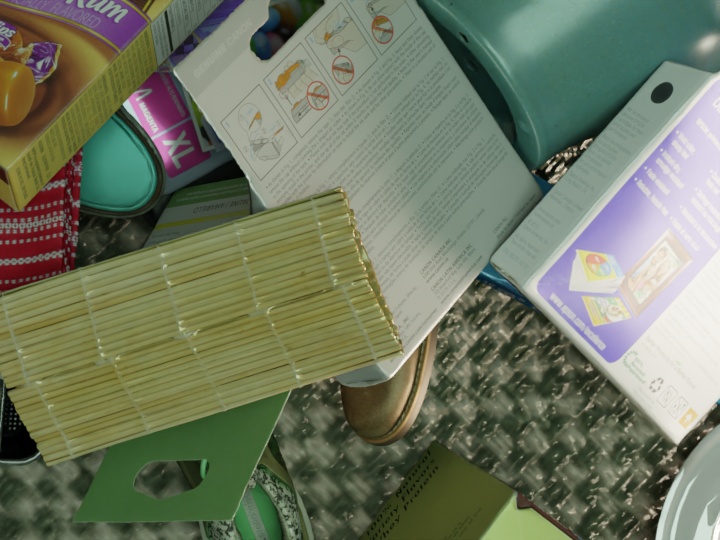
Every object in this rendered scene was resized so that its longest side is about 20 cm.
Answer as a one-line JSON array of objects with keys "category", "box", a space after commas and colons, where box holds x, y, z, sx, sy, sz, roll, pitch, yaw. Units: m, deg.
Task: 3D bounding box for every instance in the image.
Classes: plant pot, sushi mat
[{"category": "plant pot", "box": [0.121, -0.162, 1.434, 0.188, 0.200, 0.200, -41, 101, -14]}, {"category": "sushi mat", "box": [-0.086, 0.029, 1.305, 0.199, 0.012, 0.096, -17, 110, 7]}]

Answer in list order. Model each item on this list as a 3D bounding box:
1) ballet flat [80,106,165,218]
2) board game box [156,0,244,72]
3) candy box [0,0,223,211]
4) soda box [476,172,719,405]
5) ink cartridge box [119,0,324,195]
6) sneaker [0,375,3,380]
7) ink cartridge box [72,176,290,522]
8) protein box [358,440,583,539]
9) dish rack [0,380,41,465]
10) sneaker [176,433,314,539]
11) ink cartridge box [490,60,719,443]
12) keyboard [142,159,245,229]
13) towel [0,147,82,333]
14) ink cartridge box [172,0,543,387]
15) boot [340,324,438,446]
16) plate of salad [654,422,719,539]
[{"category": "ballet flat", "box": [-0.199, -0.092, 1.452, 0.199, 0.064, 0.068, 25, 95, -4]}, {"category": "board game box", "box": [-0.109, -0.211, 1.437, 0.158, 0.039, 0.200, 37, 76, 14]}, {"category": "candy box", "box": [-0.158, -0.143, 1.361, 0.117, 0.057, 0.200, 36, 71, 16]}, {"category": "soda box", "box": [0.143, 0.006, 1.533, 0.199, 0.064, 0.068, 28, 88, -11]}, {"category": "ink cartridge box", "box": [-0.055, -0.141, 1.475, 0.199, 0.042, 0.120, -29, 99, -10]}, {"category": "sneaker", "box": [-0.225, -0.002, 1.384, 0.200, 0.099, 0.078, 31, 89, -10]}, {"category": "ink cartridge box", "box": [-0.085, 0.039, 1.395, 0.048, 0.145, 0.200, 44, 59, -30]}, {"category": "protein box", "box": [0.055, 0.225, 1.461, 0.135, 0.200, 0.199, 38, 86, -11]}, {"category": "dish rack", "box": [-0.270, 0.026, 1.456, 0.199, 0.055, 0.154, 4, 92, -11]}, {"category": "sneaker", "box": [-0.076, 0.102, 1.482, 0.077, 0.089, 0.201, -28, 98, -8]}, {"category": "ink cartridge box", "box": [0.192, -0.024, 1.431, 0.200, 0.043, 0.198, -46, 136, 1]}, {"category": "keyboard", "box": [-0.113, -0.115, 1.496, 0.127, 0.021, 0.200, -39, 101, -5]}, {"category": "towel", "box": [-0.219, -0.054, 1.363, 0.144, 0.023, 0.201, 2, 60, -4]}, {"category": "ink cartridge box", "box": [-0.007, -0.065, 1.353, 0.200, 0.050, 0.161, 54, 55, -17]}, {"category": "boot", "box": [0.000, 0.000, 1.487, 0.075, 0.073, 0.201, 6, 85, -47]}, {"category": "plate of salad", "box": [0.264, 0.175, 1.578, 0.199, 0.048, 0.201, -1, 92, -21]}]
